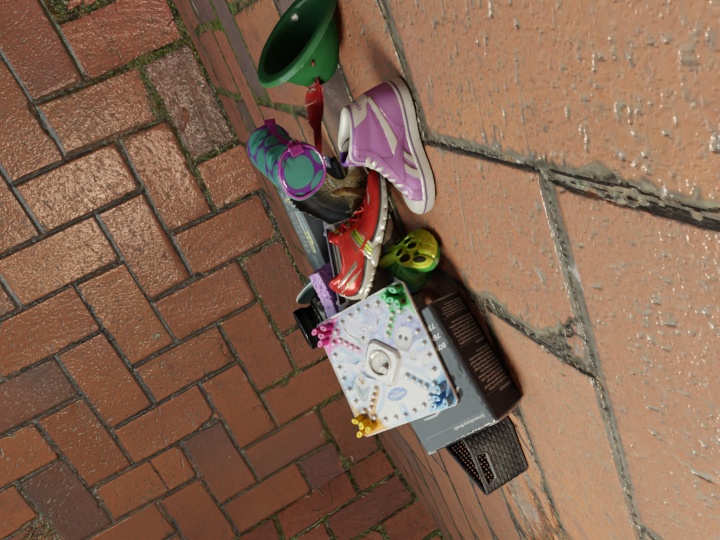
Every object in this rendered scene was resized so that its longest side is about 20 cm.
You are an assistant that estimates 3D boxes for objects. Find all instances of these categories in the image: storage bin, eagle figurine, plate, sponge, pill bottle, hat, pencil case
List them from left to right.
[{"bbox_3d":[-0.121,-0.182,0.992,0.200,0.084,0.093,-139,41,-58],"label":"pencil case"},{"bbox_3d":[-0.043,-0.301,0.930,0.175,0.167,0.199,29,161,-36],"label":"hat"},{"bbox_3d":[-0.049,0.007,1.266,0.026,0.199,0.200,59,169,14],"label":"plate"},{"bbox_3d":[-0.032,0.076,1.253,0.112,0.199,0.112,58,169,19],"label":"pill bottle"},{"bbox_3d":[-0.018,-0.142,1.044,0.151,0.152,0.200,32,172,-31],"label":"eagle figurine"},{"bbox_3d":[-0.011,0.019,1.120,0.030,0.200,0.112,-18,102,36],"label":"sponge"},{"bbox_3d":[0.212,0.305,1.163,0.136,0.093,0.200,66,170,-22],"label":"storage bin"}]

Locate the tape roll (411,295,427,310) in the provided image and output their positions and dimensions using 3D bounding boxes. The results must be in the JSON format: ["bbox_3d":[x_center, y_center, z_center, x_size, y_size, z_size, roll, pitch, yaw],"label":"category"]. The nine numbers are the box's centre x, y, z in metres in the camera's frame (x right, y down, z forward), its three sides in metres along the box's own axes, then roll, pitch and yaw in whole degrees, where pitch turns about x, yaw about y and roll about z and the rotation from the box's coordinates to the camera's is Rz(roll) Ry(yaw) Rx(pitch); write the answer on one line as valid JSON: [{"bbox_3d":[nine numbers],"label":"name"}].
[{"bbox_3d":[0.123,0.145,1.156,0.203,0.071,0.203,47,166,15],"label":"tape roll"}]

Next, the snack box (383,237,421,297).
[{"bbox_3d":[0.071,0.021,1.274,0.117,0.037,0.200,60,169,13],"label":"snack box"}]

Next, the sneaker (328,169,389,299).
[{"bbox_3d":[-0.005,-0.056,0.918,0.077,0.084,0.202,-76,-3,-83],"label":"sneaker"}]

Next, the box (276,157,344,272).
[{"bbox_3d":[-0.075,-0.118,1.309,0.051,0.158,0.201,-6,115,42],"label":"box"}]

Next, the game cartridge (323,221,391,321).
[{"bbox_3d":[0.000,0.000,1.082,0.129,0.038,0.202,17,-126,-48],"label":"game cartridge"}]

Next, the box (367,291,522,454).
[{"bbox_3d":[0.131,0.159,0.966,0.148,0.104,0.201,-36,78,35],"label":"box"}]

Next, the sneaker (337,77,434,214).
[{"bbox_3d":[0.029,-0.149,0.843,0.073,0.114,0.201,44,160,55],"label":"sneaker"}]

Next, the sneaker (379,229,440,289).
[{"bbox_3d":[0.095,-0.016,1.026,0.083,0.074,0.200,40,171,-10],"label":"sneaker"}]

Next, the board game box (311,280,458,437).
[{"bbox_3d":[0.029,0.145,0.957,0.199,0.026,0.201,-30,82,37],"label":"board game box"}]

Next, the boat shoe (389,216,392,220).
[{"bbox_3d":[-0.001,-0.128,1.185,0.200,0.060,0.074,47,161,56],"label":"boat shoe"}]
